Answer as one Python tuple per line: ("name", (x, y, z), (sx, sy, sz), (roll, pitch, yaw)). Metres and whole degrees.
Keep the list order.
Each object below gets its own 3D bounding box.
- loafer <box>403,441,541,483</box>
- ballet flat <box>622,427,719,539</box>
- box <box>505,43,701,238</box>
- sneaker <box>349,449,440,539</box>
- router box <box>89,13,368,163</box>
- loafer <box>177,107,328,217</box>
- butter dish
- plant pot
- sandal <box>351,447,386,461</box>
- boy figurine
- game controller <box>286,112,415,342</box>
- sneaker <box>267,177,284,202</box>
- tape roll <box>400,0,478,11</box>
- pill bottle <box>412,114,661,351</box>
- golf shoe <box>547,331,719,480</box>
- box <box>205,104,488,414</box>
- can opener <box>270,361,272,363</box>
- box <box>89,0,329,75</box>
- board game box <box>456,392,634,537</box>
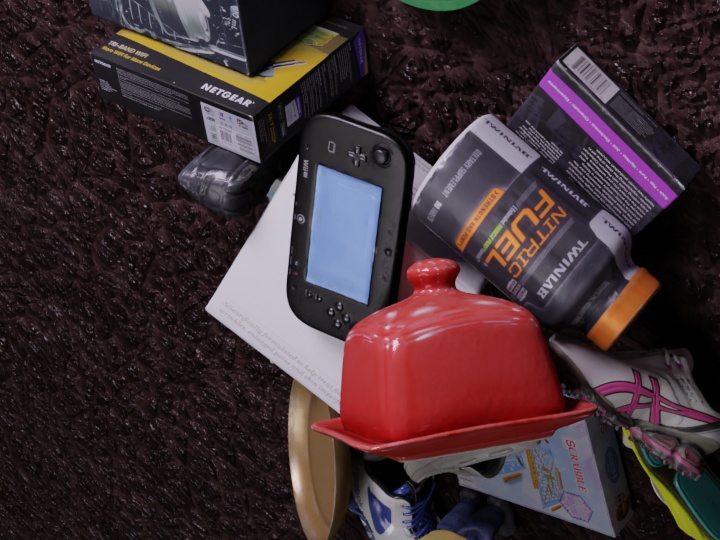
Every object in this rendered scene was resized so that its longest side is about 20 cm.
("loafer", (0.106, 0.175, 1.570), (0.070, 0.070, 0.200), (55, 147, 4))
("ballet flat", (0.274, 0.166, 1.460), (0.201, 0.067, 0.067), (58, 159, -18))
("box", (0.177, -0.078, 1.339), (0.143, 0.036, 0.200), (45, 145, 4))
("sneaker", (0.053, 0.271, 1.795), (0.200, 0.080, 0.115), (51, 149, -3))
("router box", (-0.117, -0.186, 1.444), (0.198, 0.157, 0.053), (23, 139, 30))
("loafer", (-0.091, -0.113, 1.453), (0.070, 0.201, 0.069), (24, 126, 16))
("butter dish", (0.065, 0.065, 1.290), (0.199, 0.197, 0.150), (-177, 80, -75))
("plant pot", (-0.044, 0.205, 1.795), (0.200, 0.027, 0.203), (177, 90, -74))
("sandal", (0.018, 0.156, 1.691), (0.200, 0.054, 0.083), (153, 119, -70))
("boy figurine", (0.088, 0.313, 1.692), (0.123, 0.200, 0.065), (4, 128, 41))
("game controller", (-0.011, -0.032, 1.343), (0.103, 0.042, 0.202), (16, 120, 16))
("sneaker", (-0.073, -0.082, 1.578), (0.200, 0.074, 0.082), (43, 142, 7))
("tape roll", (0.046, -0.301, 1.243), (0.199, 0.048, 0.202), (29, 143, 25))
("pill bottle", (0.146, -0.025, 1.301), (0.200, 0.106, 0.107), (40, 146, 9))
("golf shoe", (0.234, 0.094, 1.360), (0.199, 0.093, 0.073), (33, 180, -29))
("box", (0.000, 0.000, 1.460), (0.198, 0.131, 0.201), (37, 125, 2))
("can opener", (-0.029, 0.073, 1.708), (0.199, 0.053, 0.067), (-1, 125, 47))
("box", (-0.144, -0.305, 1.387), (0.195, 0.124, 0.202), (22, 139, 29))
("board game box", (0.161, 0.151, 1.586), (0.198, 0.041, 0.202), (14, 134, 40))
